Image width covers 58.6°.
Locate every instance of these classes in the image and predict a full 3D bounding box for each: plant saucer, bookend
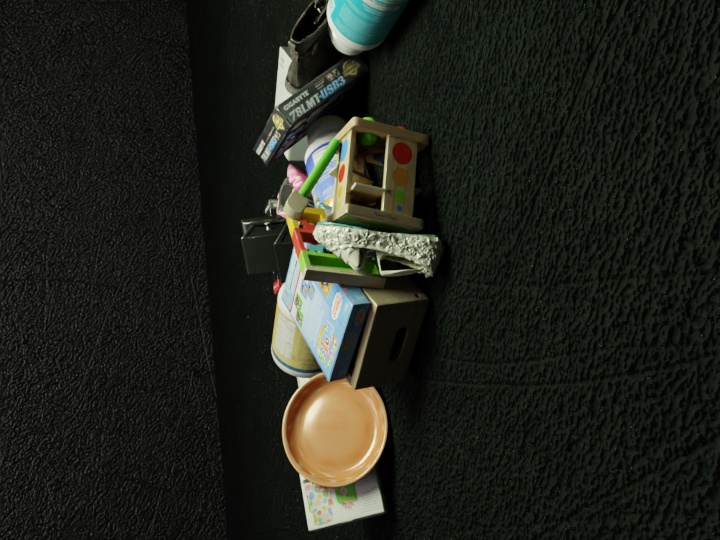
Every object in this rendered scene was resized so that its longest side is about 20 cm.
[{"bbox_3d":[-0.044,0.286,1.160,0.038,0.195,0.205,61,-166,-67],"label":"plant saucer"},{"bbox_3d":[-0.151,-0.044,1.249,0.199,0.194,0.095,-81,-17,-72],"label":"bookend"}]

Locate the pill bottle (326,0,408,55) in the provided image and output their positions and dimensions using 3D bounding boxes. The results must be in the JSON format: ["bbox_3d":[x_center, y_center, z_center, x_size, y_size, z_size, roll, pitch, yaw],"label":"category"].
[{"bbox_3d":[0.013,-0.422,0.996,0.200,0.108,0.114,143,121,-64],"label":"pill bottle"}]

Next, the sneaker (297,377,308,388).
[{"bbox_3d":[-0.109,0.250,1.476,0.099,0.074,0.206,-18,75,48],"label":"sneaker"}]

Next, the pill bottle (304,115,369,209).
[{"bbox_3d":[-0.041,-0.175,1.163,0.113,0.109,0.204,121,140,-54],"label":"pill bottle"}]

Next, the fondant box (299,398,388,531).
[{"bbox_3d":[-0.040,0.358,1.183,0.058,0.140,0.205,64,-168,-66],"label":"fondant box"}]

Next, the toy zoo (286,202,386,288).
[{"bbox_3d":[-0.044,-0.046,1.002,0.202,0.128,0.021,-113,37,-50],"label":"toy zoo"}]

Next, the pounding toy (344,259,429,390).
[{"bbox_3d":[0.018,0.083,1.060,0.184,0.139,0.204,48,133,46],"label":"pounding toy"}]

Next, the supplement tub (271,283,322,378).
[{"bbox_3d":[-0.106,0.102,1.323,0.146,0.141,0.204,-120,34,-48],"label":"supplement tub"}]

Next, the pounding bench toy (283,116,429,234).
[{"bbox_3d":[-0.013,-0.144,0.954,0.124,0.195,0.161,159,117,-66],"label":"pounding bench toy"}]

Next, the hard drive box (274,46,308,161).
[{"bbox_3d":[-0.135,-0.369,1.419,0.157,0.075,0.204,-121,35,-50],"label":"hard drive box"}]

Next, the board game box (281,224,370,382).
[{"bbox_3d":[-0.062,0.048,1.017,0.201,0.036,0.154,54,137,42],"label":"board game box"}]

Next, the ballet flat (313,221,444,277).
[{"bbox_3d":[0.022,-0.027,0.922,0.072,0.194,0.074,7,-90,-83],"label":"ballet flat"}]

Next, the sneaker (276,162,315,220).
[{"bbox_3d":[-0.124,-0.122,1.224,0.096,0.078,0.202,-48,27,20],"label":"sneaker"}]

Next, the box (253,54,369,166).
[{"bbox_3d":[-0.096,-0.298,1.191,0.050,0.200,0.198,49,158,-4],"label":"box"}]

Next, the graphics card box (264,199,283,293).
[{"bbox_3d":[-0.138,-0.055,1.408,0.051,0.122,0.206,147,117,-65],"label":"graphics card box"}]

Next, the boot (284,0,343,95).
[{"bbox_3d":[-0.069,-0.415,1.130,0.203,0.068,0.175,-60,-1,-22],"label":"boot"}]
